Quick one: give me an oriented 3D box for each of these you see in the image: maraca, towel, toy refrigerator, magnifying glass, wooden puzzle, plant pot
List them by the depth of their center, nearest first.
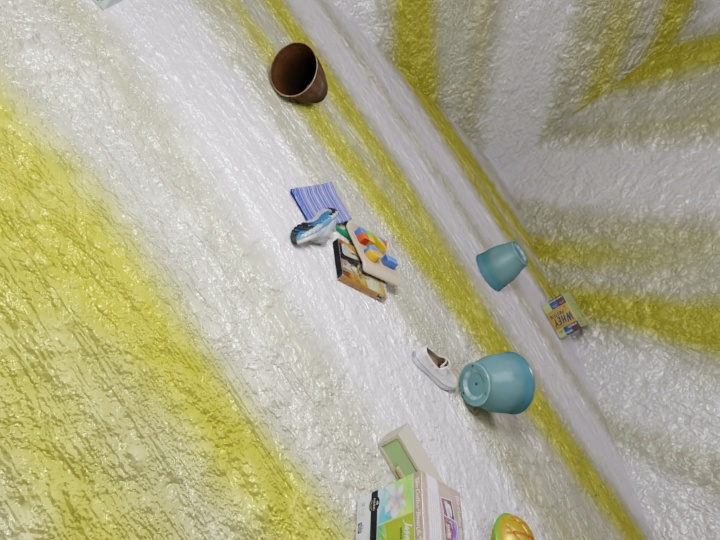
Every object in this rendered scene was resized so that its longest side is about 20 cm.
[{"bbox_3d":[0.129,0.485,1.281,0.202,0.075,0.070,59,30,6],"label":"toy refrigerator"},{"bbox_3d":[0.397,0.732,1.393,0.137,0.107,0.199,47,32,8],"label":"maraca"},{"bbox_3d":[-0.119,-0.205,1.640,0.199,0.024,0.147,-22,79,-51],"label":"towel"},{"bbox_3d":[0.051,-0.061,1.690,0.184,0.046,0.203,25,35,-43],"label":"wooden puzzle"},{"bbox_3d":[-0.033,-0.113,1.706,0.200,0.022,0.080,48,31,-9],"label":"magnifying glass"},{"bbox_3d":[0.431,0.370,1.725,0.185,0.200,0.203,5,54,-34],"label":"plant pot"},{"bbox_3d":[-0.198,-0.685,1.908,0.189,0.185,0.199,61,16,13],"label":"plant pot"},{"bbox_3d":[0.677,-0.038,2.494,0.199,0.187,0.203,35,35,-29],"label":"plant pot"}]

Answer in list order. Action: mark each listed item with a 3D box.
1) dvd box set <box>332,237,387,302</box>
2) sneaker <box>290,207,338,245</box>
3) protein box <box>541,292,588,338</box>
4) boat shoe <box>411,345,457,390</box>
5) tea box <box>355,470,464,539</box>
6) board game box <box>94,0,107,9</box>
[{"bbox_3d":[0.000,0.000,1.626,0.198,0.029,0.149,29,39,-38],"label":"dvd box set"},{"bbox_3d":[-0.124,-0.105,1.519,0.199,0.074,0.088,-38,132,-46],"label":"sneaker"},{"bbox_3d":[1.128,0.246,2.917,0.197,0.134,0.203,0,59,-56],"label":"protein box"},{"bbox_3d":[0.247,0.300,1.644,0.199,0.069,0.072,42,32,-21],"label":"boat shoe"},{"bbox_3d":[0.096,0.545,1.051,0.133,0.196,0.202,37,33,-27],"label":"tea box"},{"bbox_3d":[-0.703,-0.795,1.370,0.199,0.064,0.149,40,32,-23],"label":"board game box"}]
